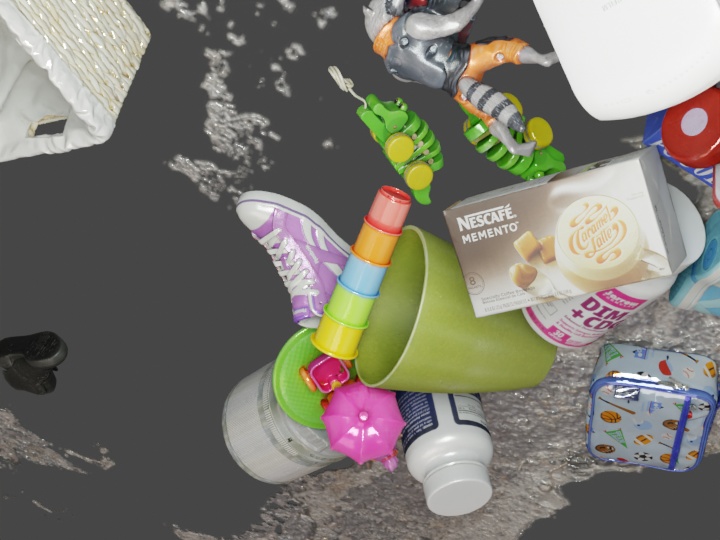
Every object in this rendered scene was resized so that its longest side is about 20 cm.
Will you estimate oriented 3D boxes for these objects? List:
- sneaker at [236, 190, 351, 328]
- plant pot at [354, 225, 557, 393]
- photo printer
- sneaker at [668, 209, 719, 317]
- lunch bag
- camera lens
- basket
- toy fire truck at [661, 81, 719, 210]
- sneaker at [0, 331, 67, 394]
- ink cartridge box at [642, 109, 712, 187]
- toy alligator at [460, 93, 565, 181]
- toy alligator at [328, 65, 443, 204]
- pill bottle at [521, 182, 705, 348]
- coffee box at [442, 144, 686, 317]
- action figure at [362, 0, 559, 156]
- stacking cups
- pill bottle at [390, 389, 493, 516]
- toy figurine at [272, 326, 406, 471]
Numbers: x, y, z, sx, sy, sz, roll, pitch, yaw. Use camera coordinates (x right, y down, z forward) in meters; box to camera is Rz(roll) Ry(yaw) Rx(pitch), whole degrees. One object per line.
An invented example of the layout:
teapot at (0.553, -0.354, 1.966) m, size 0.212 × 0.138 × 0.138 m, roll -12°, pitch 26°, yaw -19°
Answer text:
sneaker at (-0.074, -0.004, 1.532) m, size 0.200 × 0.115 × 0.073 m, roll 35°, pitch 144°, yaw -18°
plant pot at (0.121, 0.065, 1.493) m, size 0.199 × 0.188 × 0.187 m, roll 16°, pitch 148°, yaw -20°
photo printer at (0.217, -0.227, 1.031) m, size 0.166 × 0.069 × 0.201 m, roll -24°, pitch 88°, yaw 47°
sneaker at (0.402, 0.002, 1.312) m, size 0.130 × 0.080 × 0.200 m, roll 18°, pitch 165°, yaw 2°
lunch bag at (0.358, 0.169, 1.581) m, size 0.159 × 0.076 × 0.201 m, roll 10°, pitch 145°, yaw 12°
camera lens at (-0.084, 0.195, 1.764) m, size 0.160 × 0.161 × 0.200 m, roll 34°, pitch 143°, yaw -19°
basket at (-0.349, -0.236, 1.316) m, size 0.197 × 0.162 × 0.200 m, roll -5°, pitch 137°, yaw 33°
toy fire truck at (0.345, -0.149, 1.052) m, size 0.112 × 0.202 × 0.167 m, roll 21°, pitch 157°, yaw -41°
sneaker at (-0.498, 0.149, 2.008) m, size 0.199 × 0.060 × 0.104 m, roll -3°, pitch 138°, yaw 39°
ink cartridge box at (0.375, -0.107, 1.220) m, size 0.199 × 0.044 × 0.094 m, roll 30°, pitch 143°, yaw -13°
toy alligator at (0.164, -0.115, 1.296) m, size 0.199 × 0.054 × 0.059 m, roll 35°, pitch 144°, yaw -20°
toy alligator at (0.038, -0.149, 1.335) m, size 0.054 × 0.059 × 0.200 m, roll -36°, pitch 126°, yaw 2°
pill bottle at (0.261, -0.006, 1.355) m, size 0.113 × 0.114 × 0.200 m, roll 28°, pitch 144°, yaw -11°
coffee box at (0.195, -0.036, 1.237) m, size 0.199 × 0.080 × 0.115 m, roll -13°, pitch 99°, yaw 27°
action figure at (0.088, -0.208, 1.170) m, size 0.193 × 0.105 × 0.201 m, roll 28°, pitch 143°, yaw 15°
stacking cups at (0.000, 0.000, 1.467) m, size 0.060 × 0.061 × 0.201 m, roll 20°, pitch 109°, yaw 1°
pill bottle at (0.104, 0.199, 1.618) m, size 0.110 × 0.201 × 0.111 m, roll -7°, pitch 139°, yaw -6°
toy figurine at (-0.002, 0.180, 1.552) m, size 0.150 × 0.184 × 0.201 m, roll -32°, pitch 116°, yaw -3°
